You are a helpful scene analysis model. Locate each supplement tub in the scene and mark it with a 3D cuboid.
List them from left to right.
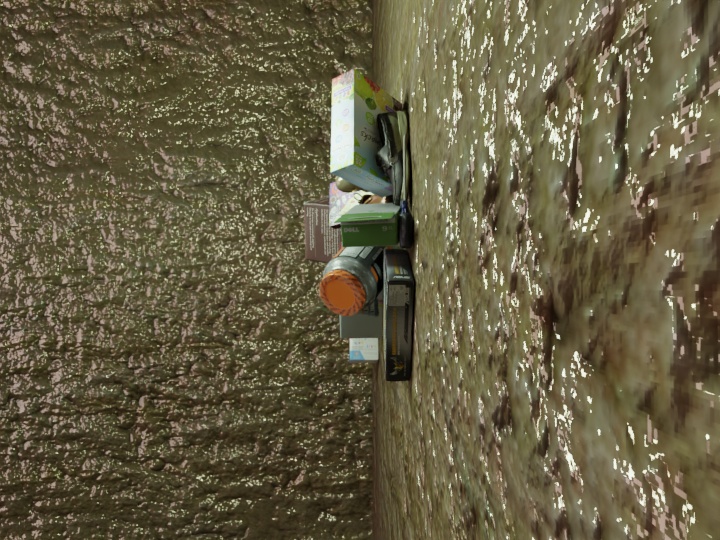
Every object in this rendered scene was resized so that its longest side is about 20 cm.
[{"bbox_3d":[0.000,0.000,1.114,0.200,0.121,0.124,-51,-32,-49],"label":"supplement tub"}]

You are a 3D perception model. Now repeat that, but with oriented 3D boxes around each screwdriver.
[{"bbox_3d":[0.077,-0.140,0.946,0.029,0.027,0.204,-14,77,60],"label":"screwdriver"}]

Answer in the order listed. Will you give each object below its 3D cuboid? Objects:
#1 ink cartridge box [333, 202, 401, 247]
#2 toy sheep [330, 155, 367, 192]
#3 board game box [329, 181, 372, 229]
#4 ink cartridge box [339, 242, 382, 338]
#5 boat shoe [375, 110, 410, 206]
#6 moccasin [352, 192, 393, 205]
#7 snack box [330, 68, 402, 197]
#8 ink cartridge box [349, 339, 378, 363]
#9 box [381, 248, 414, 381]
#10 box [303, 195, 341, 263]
[{"bbox_3d":[0.023,-0.081,0.986,0.200,0.102,0.060,-55,-38,-72],"label":"ink cartridge box"},{"bbox_3d":[0.016,-0.263,1.251,0.200,0.138,0.138,-47,2,1],"label":"toy sheep"},{"bbox_3d":[0.004,-0.184,1.341,0.032,0.197,0.122,23,-118,-49],"label":"board game box"},{"bbox_3d":[0.017,0.048,1.327,0.146,0.142,0.204,-93,3,-67],"label":"ink cartridge box"},{"bbox_3d":[0.060,-0.211,1.011,0.073,0.063,0.203,93,177,-65],"label":"boat shoe"},{"bbox_3d":[0.023,-0.145,1.223,0.201,0.072,0.079,157,106,-67],"label":"moccasin"},{"bbox_3d":[0.017,-0.270,1.076,0.167,0.067,0.204,15,-109,-49],"label":"snack box"},{"bbox_3d":[0.014,0.299,2.342,0.125,0.126,0.204,94,176,-74],"label":"ink cartridge box"},{"bbox_3d":[0.068,0.080,1.012,0.159,0.047,0.204,-92,3,-67],"label":"box"},{"bbox_3d":[-0.036,-0.115,1.502,0.164,0.197,0.169,-28,-57,-57],"label":"box"}]
